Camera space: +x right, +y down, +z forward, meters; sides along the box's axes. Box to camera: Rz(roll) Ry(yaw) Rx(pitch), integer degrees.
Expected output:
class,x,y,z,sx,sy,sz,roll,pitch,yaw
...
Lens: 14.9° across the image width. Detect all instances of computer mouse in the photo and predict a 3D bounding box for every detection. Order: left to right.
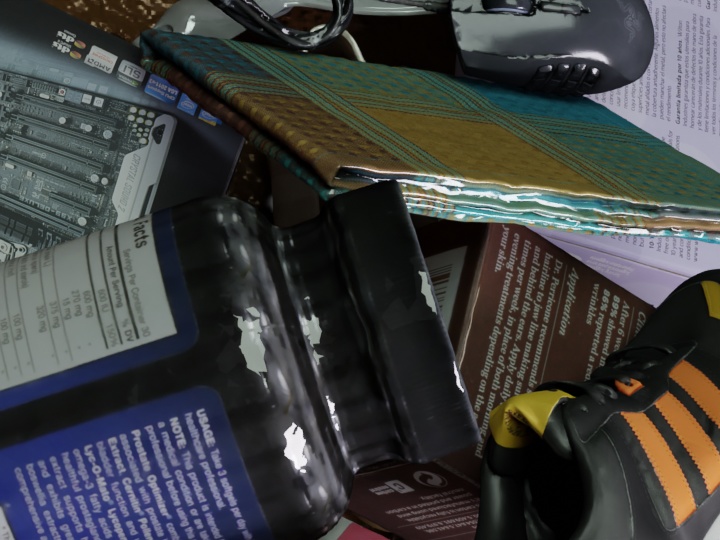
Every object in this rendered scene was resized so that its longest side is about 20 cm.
class,x,y,z,sx,sy,sz,roll,pitch,yaw
computer mouse,0.028,-0.101,1.003,0.199,0.034,0.059,6,79,-29

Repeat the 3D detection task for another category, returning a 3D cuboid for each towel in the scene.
class,x,y,z,sx,sy,sz,roll,pitch,yaw
towel,0.037,-0.043,0.965,0.199,0.022,0.147,6,19,-34

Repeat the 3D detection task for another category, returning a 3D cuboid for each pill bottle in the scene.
class,x,y,z,sx,sy,sz,roll,pitch,yaw
pill bottle,-0.070,0.043,0.838,0.199,0.112,0.112,-18,70,1

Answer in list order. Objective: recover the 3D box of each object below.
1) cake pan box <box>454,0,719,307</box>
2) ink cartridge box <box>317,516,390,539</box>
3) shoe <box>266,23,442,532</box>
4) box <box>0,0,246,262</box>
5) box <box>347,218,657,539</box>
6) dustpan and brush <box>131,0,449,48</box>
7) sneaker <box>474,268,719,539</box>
class,x,y,z,sx,sy,sz,roll,pitch,yaw
cake pan box,0.129,-0.074,1.135,0.184,0.052,0.201,15,60,-20
ink cartridge box,-0.066,0.158,0.825,0.200,0.145,0.085,-30,113,-24
shoe,0.000,0.000,1.029,0.070,0.053,0.201,-6,65,-15
box,-0.153,-0.028,0.944,0.200,0.050,0.158,26,57,-10
box,0.085,0.068,0.989,0.200,0.075,0.100,30,61,-29
dustpan and brush,-0.013,-0.122,1.058,0.139,0.057,0.200,26,28,33
sneaker,0.085,0.055,0.887,0.090,0.070,0.200,46,46,-23
